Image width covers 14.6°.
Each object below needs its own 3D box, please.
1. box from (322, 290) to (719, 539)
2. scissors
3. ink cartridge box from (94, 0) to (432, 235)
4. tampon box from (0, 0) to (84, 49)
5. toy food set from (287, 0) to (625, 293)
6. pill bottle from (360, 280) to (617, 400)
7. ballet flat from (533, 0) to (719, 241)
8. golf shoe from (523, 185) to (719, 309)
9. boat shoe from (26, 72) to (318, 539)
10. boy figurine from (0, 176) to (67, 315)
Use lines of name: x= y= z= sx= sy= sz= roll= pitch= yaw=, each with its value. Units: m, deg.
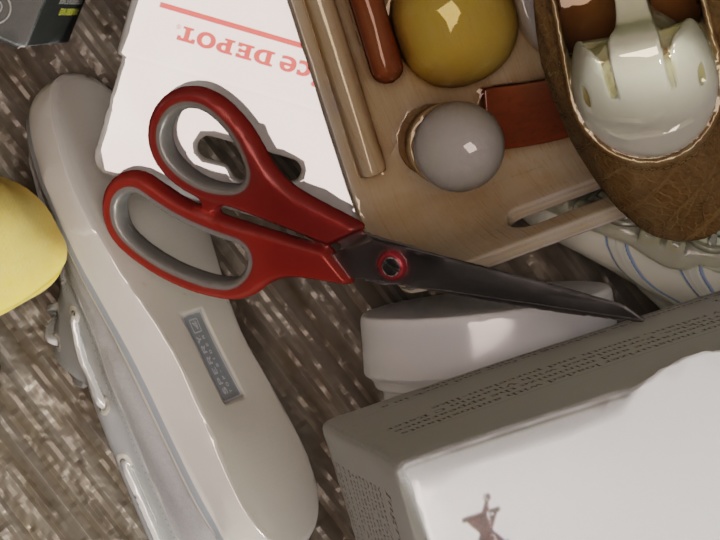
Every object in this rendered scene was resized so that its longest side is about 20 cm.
box: x=0.116 y=0.118 z=0.928 sx=0.199 sy=0.131 sz=0.200 roll=-17 pitch=96 yaw=-10
scissors: x=0.000 y=0.000 z=0.985 sx=0.200 sy=0.014 sz=0.073 roll=26 pitch=112 yaw=14
ink cartridge box: x=-0.019 y=-0.120 z=1.045 sx=0.116 sy=0.068 sz=0.200 roll=16 pitch=94 yaw=-3
tampon box: x=-0.141 y=-0.199 z=1.009 sx=0.150 sy=0.126 sz=0.200 roll=24 pitch=95 yaw=-2
toy food set: x=0.049 y=-0.108 z=0.987 sx=0.143 sy=0.060 sz=0.200 roll=-20 pitch=104 yaw=-12
pill bottle: x=0.060 y=0.109 z=1.042 sx=0.116 sy=0.116 sz=0.200 roll=-7 pitch=94 yaw=0
ballet flat: x=0.088 y=-0.102 z=0.937 sx=0.068 sy=0.072 sz=0.200 roll=-9 pitch=99 yaw=7
golf shoe: x=0.139 y=0.014 z=1.057 sx=0.200 sy=0.078 sz=0.097 roll=23 pitch=126 yaw=14
boat shoe: x=-0.084 y=0.025 z=1.061 sx=0.068 sy=0.072 sz=0.200 roll=-30 pitch=88 yaw=32
boy figurine: x=-0.196 y=-0.049 z=1.029 sx=0.200 sy=0.124 sz=0.064 roll=41 pitch=57 yaw=5
